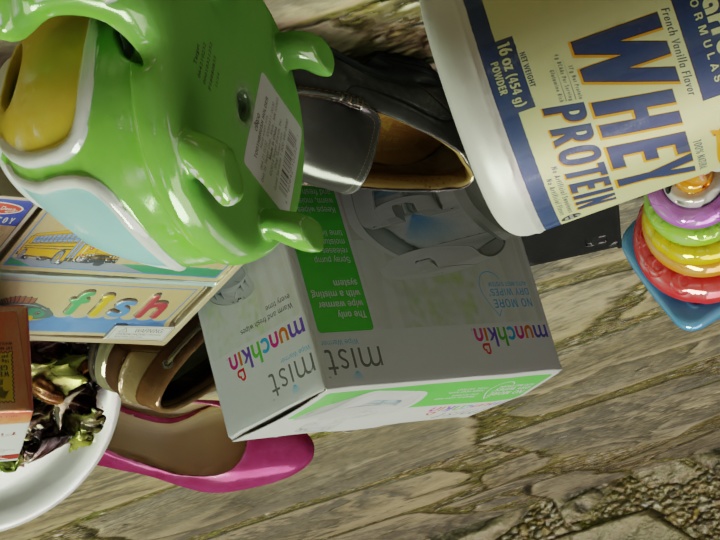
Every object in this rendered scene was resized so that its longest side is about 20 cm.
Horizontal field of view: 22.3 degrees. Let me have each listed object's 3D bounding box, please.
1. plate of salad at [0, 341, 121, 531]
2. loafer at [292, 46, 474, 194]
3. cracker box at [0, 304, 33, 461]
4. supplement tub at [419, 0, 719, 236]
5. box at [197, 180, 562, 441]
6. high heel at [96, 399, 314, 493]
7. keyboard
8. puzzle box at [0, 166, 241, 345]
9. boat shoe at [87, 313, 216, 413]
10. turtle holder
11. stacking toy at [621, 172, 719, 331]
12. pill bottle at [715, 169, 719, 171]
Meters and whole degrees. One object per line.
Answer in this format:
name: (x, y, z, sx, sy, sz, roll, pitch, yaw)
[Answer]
plate of salad: (-0.248, 0.088, 1.160, 0.199, 0.201, 0.048, -13, -154, -14)
loafer: (-0.015, -0.075, 0.974, 0.199, 0.072, 0.073, -7, 140, -41)
cracker box: (-0.242, 0.066, 0.951, 0.133, 0.058, 0.200, -3, 169, -13)
supplement tub: (0.142, -0.114, 0.901, 0.199, 0.146, 0.145, -19, 164, 9)
box: (0.000, 0.000, 1.086, 0.199, 0.178, 0.096, 0, 158, -44)
high heel: (-0.128, 0.112, 1.260, 0.198, 0.068, 0.096, 12, 169, -4)
keyboard: (0.153, -0.069, 1.206, 0.126, 0.021, 0.200, -12, 149, 4)
puzzle box: (-0.153, -0.007, 0.956, 0.199, 0.026, 0.133, 3, 145, -40)
boat shoe: (-0.072, 0.030, 1.129, 0.199, 0.074, 0.076, -33, 141, -29)
turtle holder: (-0.102, -0.070, 0.818, 0.131, 0.142, 0.185, -4, 179, 23)
stacking toy: (0.245, -0.052, 1.332, 0.116, 0.110, 0.200, -33, 152, 1)
pill bottle: (0.232, -0.121, 1.038, 0.199, 0.109, 0.109, -17, 164, 4)
